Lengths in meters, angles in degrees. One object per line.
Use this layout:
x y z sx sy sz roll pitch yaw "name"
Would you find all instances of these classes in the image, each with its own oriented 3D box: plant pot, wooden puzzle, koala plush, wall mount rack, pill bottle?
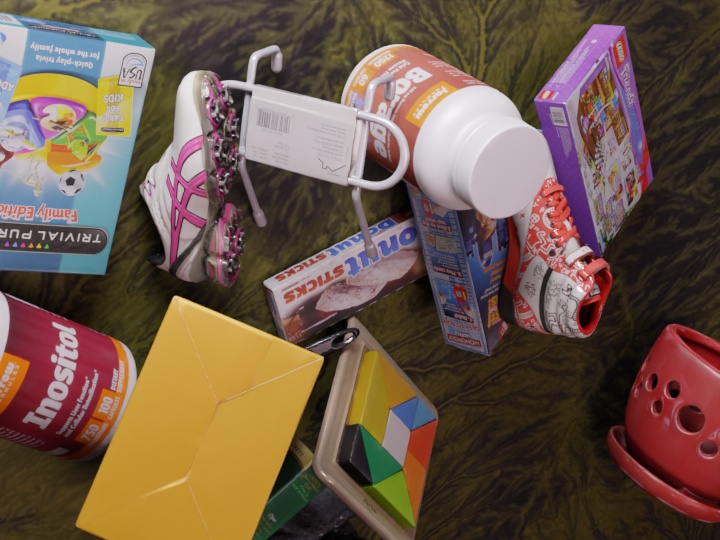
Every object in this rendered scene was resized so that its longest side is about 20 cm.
0.414 0.192 1.540 0.200 0.200 0.183 19 106 -39 "plant pot"
0.026 0.168 1.279 0.037 0.201 0.185 -15 135 28 "wooden puzzle"
-0.072 0.345 1.311 0.183 0.177 0.201 -4 131 -46 "koala plush"
-0.042 -0.098 1.113 0.075 0.199 0.175 -35 137 -60 "wall mount rack"
-0.294 0.081 1.052 0.199 0.113 0.113 28 97 -41 "pill bottle"
0.075 -0.123 1.135 0.112 0.200 0.113 -16 122 -27 "pill bottle"

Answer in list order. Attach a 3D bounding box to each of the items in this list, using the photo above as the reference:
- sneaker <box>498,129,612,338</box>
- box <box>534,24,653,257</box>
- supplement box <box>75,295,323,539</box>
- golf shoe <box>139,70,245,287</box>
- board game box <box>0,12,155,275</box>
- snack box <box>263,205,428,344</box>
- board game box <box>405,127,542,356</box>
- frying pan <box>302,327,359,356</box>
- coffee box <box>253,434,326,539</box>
0.196 -0.033 1.234 0.067 0.107 0.203 -14 112 -46 "sneaker"
0.247 -0.134 1.322 0.137 0.039 0.201 -50 135 -33 "box"
-0.134 0.147 1.086 0.132 0.200 0.198 23 81 -3 "supplement box"
-0.150 -0.076 1.082 0.091 0.073 0.201 8 121 8 "golf shoe"
-0.261 -0.099 1.021 0.150 0.047 0.201 3 112 -35 "board game box"
0.000 0.000 1.267 0.199 0.024 0.072 -28 125 -19 "snack box"
0.136 -0.027 1.298 0.199 0.061 0.201 -25 120 -42 "board game box"
-0.104 0.089 1.227 0.190 0.031 0.115 -46 115 -4 "frying pan"
-0.136 0.226 1.234 0.200 0.123 0.044 -39 130 -9 "coffee box"
